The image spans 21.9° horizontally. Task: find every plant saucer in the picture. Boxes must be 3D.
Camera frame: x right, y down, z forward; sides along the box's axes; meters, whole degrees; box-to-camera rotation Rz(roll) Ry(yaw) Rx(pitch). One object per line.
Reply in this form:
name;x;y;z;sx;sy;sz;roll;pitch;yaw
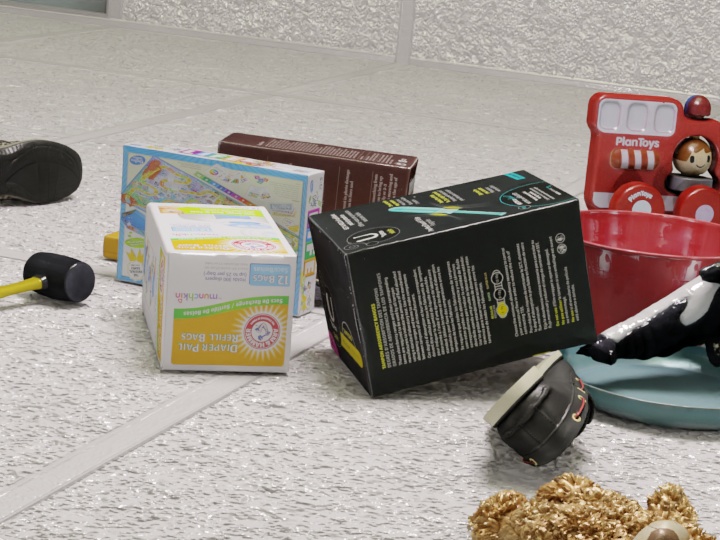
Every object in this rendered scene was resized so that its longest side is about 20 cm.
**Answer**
plant saucer;0.258;0.096;1.548;0.200;0.027;0.200;5;12;-1

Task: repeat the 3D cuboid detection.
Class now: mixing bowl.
mixing bowl;0.263;0.016;1.714;0.200;0.109;0.200;6;12;-1

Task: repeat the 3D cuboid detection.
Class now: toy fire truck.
toy fire truck;0.366;-0.131;2.253;0.199;0.168;0.112;2;14;-13

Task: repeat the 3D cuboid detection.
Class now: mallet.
mallet;-0.318;0.023;1.635;0.066;0.041;0.200;9;17;32

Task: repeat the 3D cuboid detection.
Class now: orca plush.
orca plush;0.285;0.047;1.558;0.200;0.071;0.105;-22;-18;-31

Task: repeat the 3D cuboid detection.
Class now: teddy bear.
teddy bear;0.148;0.163;1.123;0.145;0.067;0.200;0;13;-11

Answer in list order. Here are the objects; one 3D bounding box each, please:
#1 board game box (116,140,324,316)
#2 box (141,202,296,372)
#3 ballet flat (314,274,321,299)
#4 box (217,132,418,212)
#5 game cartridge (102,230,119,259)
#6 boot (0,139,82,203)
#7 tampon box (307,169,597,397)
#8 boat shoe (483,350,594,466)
board game box;-0.135;-0.041;1.753;0.200;0.135;0.034;11;14;23
box;-0.124;0.012;1.597;0.112;0.102;0.200;2;13;-11
ballet flat;0.000;0.000;1.764;0.200;0.072;0.072;7;13;12
box;-0.046;-0.075;1.889;0.199;0.100;0.075;8;14;6
game cartridge;-0.142;-0.027;1.929;0.176;0.033;0.200;11;16;23
boot;-0.437;-0.121;2.126;0.154;0.074;0.203;12;13;41
tampon box;0.075;0.007;1.554;0.199;0.127;0.150;-13;16;-10
boat shoe;0.137;0.106;1.393;0.063;0.074;0.201;43;8;5
